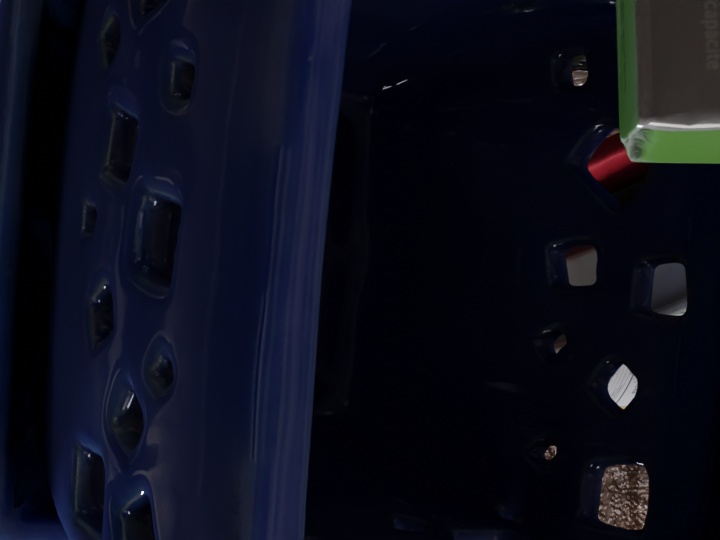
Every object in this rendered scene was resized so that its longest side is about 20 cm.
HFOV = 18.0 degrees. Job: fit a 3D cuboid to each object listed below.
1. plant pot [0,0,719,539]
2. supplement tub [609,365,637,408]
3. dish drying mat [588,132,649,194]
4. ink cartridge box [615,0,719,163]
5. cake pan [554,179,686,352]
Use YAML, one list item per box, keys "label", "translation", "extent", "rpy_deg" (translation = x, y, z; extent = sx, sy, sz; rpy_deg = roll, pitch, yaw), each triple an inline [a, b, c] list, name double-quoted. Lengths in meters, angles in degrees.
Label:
- label: "plant pot"
  translation: [0.000, 0.000, 0.655]
  extent: [0.200, 0.200, 0.180]
  rpy_deg: [2, -178, -40]
- label: "supplement tub"
  translation: [0.116, 0.023, 1.426]
  extent: [0.200, 0.145, 0.144]
  rpy_deg: [1, 176, -29]
- label: "dish drying mat"
  translation: [0.089, -0.036, 0.952]
  extent: [0.200, 0.018, 0.077]
  rpy_deg: [-25, 172, 7]
- label: "ink cartridge box"
  translation: [0.139, -0.073, 0.352]
  extent: [0.200, 0.104, 0.059]
  rpy_deg: [-2, 177, 5]
- label: "cake pan"
  translation: [0.120, -0.021, 1.004]
  extent: [0.200, 0.037, 0.200]
  rpy_deg: [-25, -168, 6]
